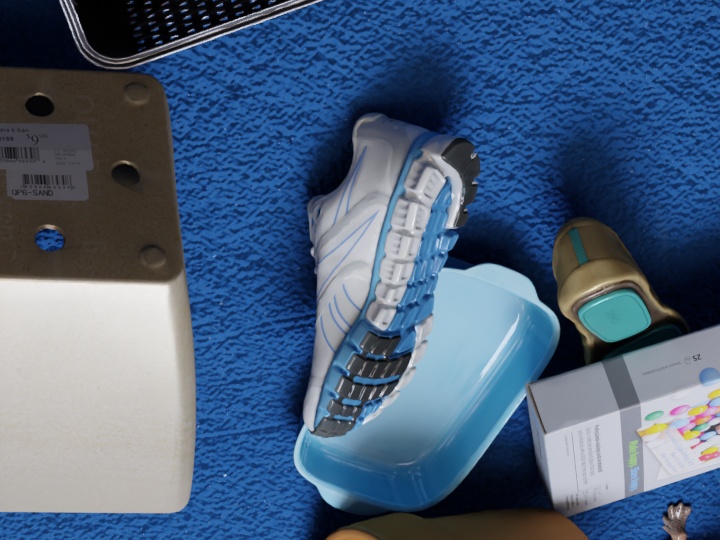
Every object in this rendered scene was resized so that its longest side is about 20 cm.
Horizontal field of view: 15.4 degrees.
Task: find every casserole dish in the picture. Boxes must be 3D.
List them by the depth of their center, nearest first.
[{"bbox_3d":[0.037,0.066,1.652,0.121,0.039,0.200,21,118,-26],"label":"casserole dish"}]

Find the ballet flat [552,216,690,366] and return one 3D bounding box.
[{"bbox_3d":[0.159,0.022,1.630,0.069,0.063,0.200,-23,154,4],"label":"ballet flat"}]

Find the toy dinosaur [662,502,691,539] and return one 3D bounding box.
[{"bbox_3d":[0.215,0.253,1.768,0.086,0.136,0.200,30,114,-30],"label":"toy dinosaur"}]

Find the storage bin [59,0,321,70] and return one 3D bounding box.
[{"bbox_3d":[-0.074,-0.208,1.395,0.200,0.094,0.135,-20,127,-1],"label":"storage bin"}]

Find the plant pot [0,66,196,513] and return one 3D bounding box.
[{"bbox_3d":[-0.180,-0.001,1.415,0.199,0.200,0.177,2,146,-15],"label":"plant pot"}]

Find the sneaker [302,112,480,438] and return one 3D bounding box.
[{"bbox_3d":[0.000,0.000,1.566,0.075,0.087,0.200,-2,117,-56],"label":"sneaker"}]

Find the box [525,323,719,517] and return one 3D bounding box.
[{"bbox_3d":[0.206,0.085,1.667,0.200,0.041,0.156,-18,155,-2],"label":"box"}]

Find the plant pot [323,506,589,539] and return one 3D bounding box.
[{"bbox_3d":[0.078,0.236,1.689,0.140,0.200,0.200,-18,130,-27],"label":"plant pot"}]
